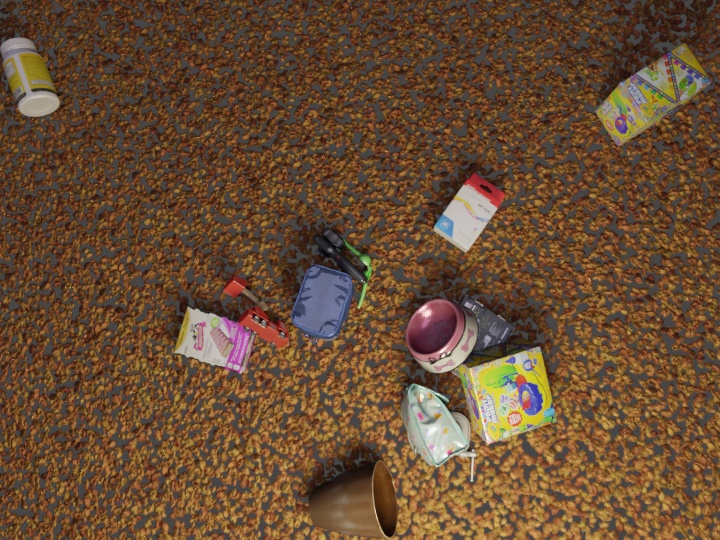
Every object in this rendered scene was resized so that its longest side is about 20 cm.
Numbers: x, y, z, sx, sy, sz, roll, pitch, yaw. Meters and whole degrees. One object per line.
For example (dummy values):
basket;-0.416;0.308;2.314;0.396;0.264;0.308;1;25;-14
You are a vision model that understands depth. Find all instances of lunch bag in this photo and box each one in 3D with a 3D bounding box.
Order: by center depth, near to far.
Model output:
lunch bag;0.175;0.385;1.554;0.121;0.171;0.201;-28;75;-9
lunch bag;-0.099;0.097;1.639;0.135;0.132;0.202;20;81;7

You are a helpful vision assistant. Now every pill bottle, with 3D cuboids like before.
pill bottle;-0.970;-0.566;1.778;0.113;0.114;0.202;-23;83;2

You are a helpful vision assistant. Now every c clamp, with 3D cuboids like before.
c clamp;0.217;0.461;1.631;0.198;0.027;0.173;9;84;6

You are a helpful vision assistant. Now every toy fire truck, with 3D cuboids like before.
toy fire truck;-0.283;0.114;1.666;0.199;0.142;0.049;36;114;-30

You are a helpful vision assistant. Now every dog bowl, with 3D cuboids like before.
dog bowl;0.203;0.161;1.580;0.074;0.200;0.201;38;88;-38

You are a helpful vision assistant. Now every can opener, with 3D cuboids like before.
can opener;-0.055;-0.035;1.668;0.079;0.063;0.200;-47;69;9

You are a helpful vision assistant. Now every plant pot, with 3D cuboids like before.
plant pot;-0.026;0.603;1.575;0.198;0.187;0.189;-15;83;17

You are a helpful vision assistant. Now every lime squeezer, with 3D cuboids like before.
lime squeezer;0.000;0.000;1.689;0.070;0.038;0.202;-14;84;3

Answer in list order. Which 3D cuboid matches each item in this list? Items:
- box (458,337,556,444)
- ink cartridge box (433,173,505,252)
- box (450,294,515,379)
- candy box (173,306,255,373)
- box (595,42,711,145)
box;0.370;0.303;1.556;0.191;0.122;0.202;-16;97;-7
ink cartridge box;0.302;-0.165;1.667;0.116;0.067;0.201;35;87;7
box;0.298;0.191;1.641;0.159;0.049;0.201;32;89;8
candy box;-0.399;0.191;1.687;0.198;0.061;0.138;15;86;6
box;0.754;-0.452;1.588;0.192;0.200;0.123;-31;84;1
